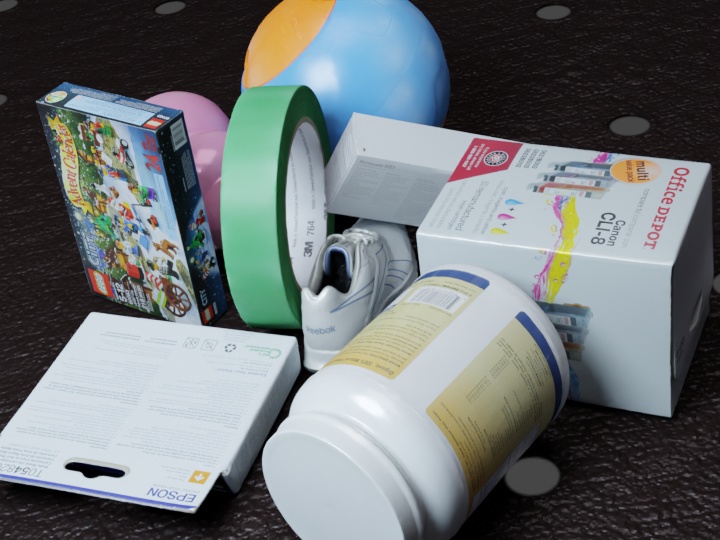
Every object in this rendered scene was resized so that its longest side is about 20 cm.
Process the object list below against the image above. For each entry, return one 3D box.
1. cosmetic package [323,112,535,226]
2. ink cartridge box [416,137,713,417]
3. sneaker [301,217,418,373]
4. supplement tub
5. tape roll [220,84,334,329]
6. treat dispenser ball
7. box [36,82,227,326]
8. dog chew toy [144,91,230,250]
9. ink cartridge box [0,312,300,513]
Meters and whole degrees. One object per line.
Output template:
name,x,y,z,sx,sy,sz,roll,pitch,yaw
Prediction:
cosmetic package,0.075,-0.078,1.200,0.198,0.083,0.051,8,55,-19
ink cartridge box,0.164,0.001,1.086,0.198,0.146,0.146,8,38,22
sneaker,0.000,0.000,1.177,0.074,0.088,0.201,0,35,16
supplement tub,0.040,0.103,0.972,0.143,0.146,0.200,19,43,34
tape roll,-0.065,-0.052,1.165,0.048,0.202,0.201,-1,36,11
treat dispenser ball,-0.014,-0.171,1.321,0.198,0.203,0.202,-6,35,4
box,-0.194,-0.053,1.195,0.135,0.202,0.038,15,41,31
dog chew toy,-0.144,-0.084,1.305,0.124,0.126,0.200,-30,48,-27
ink cartridge box,-0.169,0.117,1.091,0.197,0.041,0.201,6,38,21
